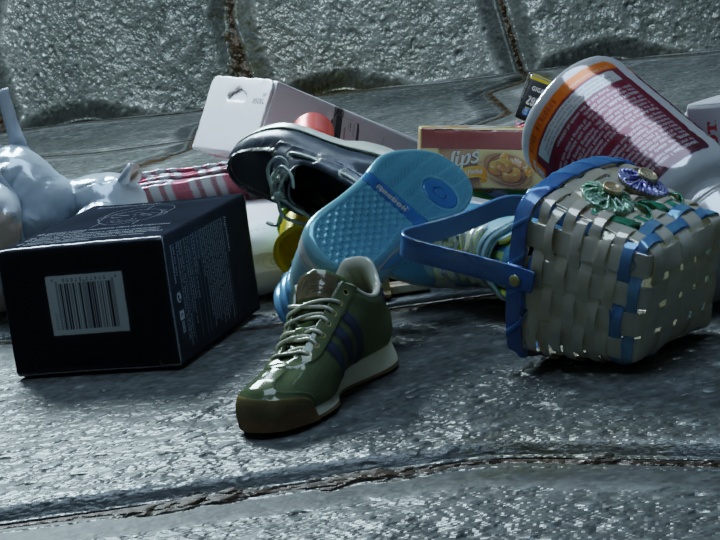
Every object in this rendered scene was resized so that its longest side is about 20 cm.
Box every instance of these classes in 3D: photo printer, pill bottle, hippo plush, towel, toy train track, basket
[{"bbox_3d":[-0.130,-0.018,1.894,0.165,0.070,0.200,-7,10,4],"label":"photo printer"},{"bbox_3d":[0.229,-0.070,1.592,0.114,0.115,0.200,-14,45,-34],"label":"pill bottle"},{"bbox_3d":[-0.287,-0.040,1.929,0.159,0.160,0.201,9,46,-5],"label":"hippo plush"},{"bbox_3d":[-0.139,-0.063,2.015,0.198,0.030,0.147,-8,-32,7],"label":"towel"},{"bbox_3d":[0.000,0.000,1.804,0.114,0.033,0.200,-8,9,-1],"label":"toy train track"},{"bbox_3d":[0.151,-0.013,1.464,0.199,0.140,0.176,12,20,32],"label":"basket"}]

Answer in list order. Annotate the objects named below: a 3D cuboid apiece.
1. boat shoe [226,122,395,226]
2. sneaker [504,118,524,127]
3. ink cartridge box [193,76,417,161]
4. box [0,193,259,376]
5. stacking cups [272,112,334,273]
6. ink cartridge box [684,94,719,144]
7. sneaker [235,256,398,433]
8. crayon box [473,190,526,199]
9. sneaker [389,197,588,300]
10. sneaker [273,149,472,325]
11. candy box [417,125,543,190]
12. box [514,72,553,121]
[{"bbox_3d":[-0.043,-0.074,1.710,0.199,0.075,0.062,15,43,34],"label":"boat shoe"},{"bbox_3d":[0.124,-0.072,2.004,0.199,0.096,0.079,-29,21,20],"label":"sneaker"},{"bbox_3d":[-0.058,-0.134,2.166,0.199,0.085,0.144,21,-6,-32],"label":"ink cartridge box"},{"bbox_3d":[-0.189,0.009,1.683,0.147,0.108,0.200,-5,11,18],"label":"box"},{"bbox_3d":[-0.044,-0.071,1.830,0.060,0.061,0.201,-6,34,6],"label":"stacking cups"},{"bbox_3d":[0.371,-0.073,1.619,0.199,0.146,0.084,-1,11,33],"label":"ink cartridge box"},{"bbox_3d":[-0.035,0.045,1.420,0.067,0.091,0.200,-1,12,26],"label":"sneaker"},{"bbox_3d":[0.083,-0.049,1.865,0.199,0.059,0.119,-4,6,-31],"label":"crayon box"},{"bbox_3d":[0.095,-0.016,1.643,0.198,0.080,0.131,-4,10,14],"label":"sneaker"},{"bbox_3d":[0.001,-0.015,1.603,0.200,0.080,0.131,-31,-20,-44],"label":"sneaker"},{"bbox_3d":[0.108,-0.102,1.804,0.114,0.056,0.200,1,5,1],"label":"candy box"},{"bbox_3d":[0.263,-0.116,1.839,0.159,0.050,0.199,16,8,-46],"label":"box"}]
